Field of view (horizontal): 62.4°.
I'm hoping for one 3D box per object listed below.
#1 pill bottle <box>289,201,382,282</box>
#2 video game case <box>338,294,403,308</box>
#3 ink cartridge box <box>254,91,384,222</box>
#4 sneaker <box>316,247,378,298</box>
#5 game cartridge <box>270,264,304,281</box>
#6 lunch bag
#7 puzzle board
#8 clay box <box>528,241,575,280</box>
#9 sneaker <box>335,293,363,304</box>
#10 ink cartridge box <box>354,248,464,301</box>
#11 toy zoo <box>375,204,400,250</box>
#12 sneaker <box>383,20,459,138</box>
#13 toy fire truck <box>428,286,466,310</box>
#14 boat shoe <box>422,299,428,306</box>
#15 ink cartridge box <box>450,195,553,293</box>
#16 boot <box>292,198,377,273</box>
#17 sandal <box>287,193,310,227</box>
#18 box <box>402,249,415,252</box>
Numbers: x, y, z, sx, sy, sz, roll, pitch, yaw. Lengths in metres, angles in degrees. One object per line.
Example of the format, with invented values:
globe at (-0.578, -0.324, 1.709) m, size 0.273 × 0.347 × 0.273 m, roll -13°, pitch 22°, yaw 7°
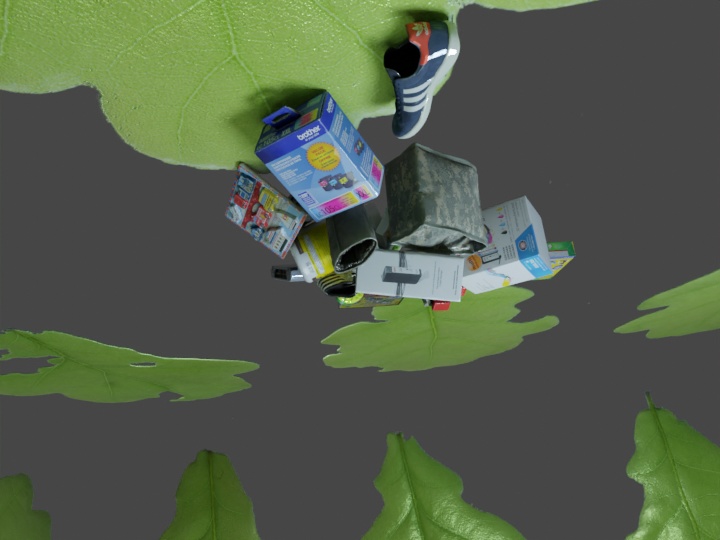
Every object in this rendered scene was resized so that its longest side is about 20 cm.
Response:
pill bottle at (-0.047, -0.064, 1.238) m, size 0.197 × 0.111 × 0.110 m, roll -26°, pitch 159°, yaw -3°
video game case at (0.042, 0.069, 1.772) m, size 0.195 × 0.026 × 0.181 m, roll -3°, pitch 158°, yaw -13°
ink cartridge box at (-0.072, -0.186, 0.944) m, size 0.134 × 0.077 × 0.200 m, roll -19°, pitch 131°, yaw 29°
sneaker at (0.000, 0.000, 1.291) m, size 0.198 × 0.116 × 0.076 m, roll -27°, pitch 134°, yaw -7°
game cartridge at (-0.130, 0.003, 1.421) m, size 0.131 × 0.041 × 0.199 m, roll -8°, pitch -176°, yaw -21°
lunch bag at (0.149, -0.123, 1.108) m, size 0.197 × 0.168 × 0.117 m, roll 10°, pitch 156°, yaw -34°
puzzle board at (-0.187, -0.105, 1.137) m, size 0.150 × 0.018 × 0.200 m, roll 37°, pitch 151°, yaw -3°
clay box at (0.502, -0.018, 1.657) m, size 0.112 × 0.049 × 0.201 m, roll -4°, pitch 158°, yaw -6°
sneaker at (-0.037, 0.037, 1.440) m, size 0.074 × 0.201 × 0.084 m, roll 38°, pitch 109°, yaw -13°
ink cartridge box at (0.087, 0.006, 1.133) m, size 0.195 × 0.086 × 0.144 m, roll 6°, pitch -179°, yaw 1°
toy zoo at (0.076, -0.098, 1.219) m, size 0.020 × 0.132 × 0.201 m, roll 28°, pitch 164°, yaw 16°
sneaker at (0.064, -0.269, 0.842) m, size 0.083 × 0.076 × 0.201 m, roll -1°, pitch 148°, yaw -19°
toy fire truck at (0.206, 0.023, 1.516) m, size 0.048 × 0.202 × 0.143 m, roll 1°, pitch 131°, yaw -12°
boat shoe at (0.204, 0.062, 1.747) m, size 0.074 × 0.063 × 0.200 m, roll -27°, pitch 165°, yaw 7°
ink cartridge box at (0.316, -0.053, 1.368) m, size 0.197 × 0.150 × 0.144 m, roll -18°, pitch 157°, yaw 26°
boot at (-0.050, -0.080, 1.068) m, size 0.072 × 0.203 × 0.182 m, roll 9°, pitch 142°, yaw -39°
sandal at (-0.120, -0.122, 1.195) m, size 0.074 × 0.046 × 0.200 m, roll 0°, pitch 158°, yaw -21°
box at (0.084, -0.016, 1.448) m, size 0.156 × 0.050 × 0.200 m, roll -14°, pitch 178°, yaw 14°
